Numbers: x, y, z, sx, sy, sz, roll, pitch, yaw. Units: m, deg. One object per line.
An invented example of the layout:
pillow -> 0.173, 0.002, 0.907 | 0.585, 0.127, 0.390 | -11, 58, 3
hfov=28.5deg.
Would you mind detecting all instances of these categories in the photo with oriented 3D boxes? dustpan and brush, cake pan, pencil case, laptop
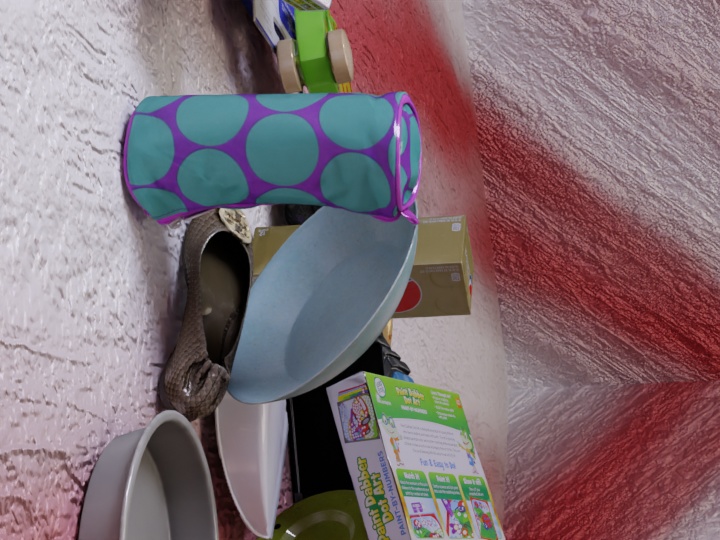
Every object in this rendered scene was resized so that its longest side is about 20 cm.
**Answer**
dustpan and brush -> -0.099, 0.103, 1.142 | 0.140, 0.056, 0.202 | -84, 173, -47
cake pan -> -0.136, 0.193, 0.922 | 0.200, 0.036, 0.203 | -3, 90, -80
pencil case -> -0.058, -0.076, 0.984 | 0.085, 0.197, 0.094 | -19, 108, -79
laptop -> -0.012, 0.146, 1.400 | 0.200, 0.114, 0.190 | -41, 128, -77

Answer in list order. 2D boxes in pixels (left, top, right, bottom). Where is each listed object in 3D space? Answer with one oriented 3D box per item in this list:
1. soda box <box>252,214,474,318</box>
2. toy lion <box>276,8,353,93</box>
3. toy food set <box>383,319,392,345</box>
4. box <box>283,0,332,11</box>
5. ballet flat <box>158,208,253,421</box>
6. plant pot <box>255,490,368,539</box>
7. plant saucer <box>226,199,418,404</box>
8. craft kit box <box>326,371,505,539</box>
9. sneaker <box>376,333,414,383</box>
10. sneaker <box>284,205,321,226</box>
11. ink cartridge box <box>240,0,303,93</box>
soda box -> 0.000, 0.000, 1.274 | 0.064, 0.197, 0.068 | -82, 164, -45
toy lion -> -0.029, -0.178, 1.358 | 0.193, 0.068, 0.201 | -95, 172, -48
toy food set -> 0.008, 0.080, 1.614 | 0.199, 0.048, 0.202 | -96, -175, -63
box -> -0.041, -0.302, 1.016 | 0.110, 0.034, 0.202 | 25, 79, -42
ballet flat -> -0.107, 0.022, 1.061 | 0.067, 0.046, 0.202 | 36, 43, -27
plant pot -> -0.006, 0.305, 1.247 | 0.201, 0.198, 0.195 | -76, 148, -58
plant saucer -> -0.021, 0.023, 1.047 | 0.039, 0.200, 0.202 | 40, 35, -27
craft kit box -> 0.058, 0.195, 1.231 | 0.199, 0.048, 0.200 | 21, 51, -60
sneaker -> -0.015, 0.064, 1.477 | 0.073, 0.081, 0.202 | -8, 77, -54
sneaker -> -0.042, -0.029, 1.375 | 0.088, 0.075, 0.201 | 46, 18, -43
ink cartridge box -> -0.091, -0.286, 1.305 | 0.198, 0.046, 0.203 | 52, 38, -74
